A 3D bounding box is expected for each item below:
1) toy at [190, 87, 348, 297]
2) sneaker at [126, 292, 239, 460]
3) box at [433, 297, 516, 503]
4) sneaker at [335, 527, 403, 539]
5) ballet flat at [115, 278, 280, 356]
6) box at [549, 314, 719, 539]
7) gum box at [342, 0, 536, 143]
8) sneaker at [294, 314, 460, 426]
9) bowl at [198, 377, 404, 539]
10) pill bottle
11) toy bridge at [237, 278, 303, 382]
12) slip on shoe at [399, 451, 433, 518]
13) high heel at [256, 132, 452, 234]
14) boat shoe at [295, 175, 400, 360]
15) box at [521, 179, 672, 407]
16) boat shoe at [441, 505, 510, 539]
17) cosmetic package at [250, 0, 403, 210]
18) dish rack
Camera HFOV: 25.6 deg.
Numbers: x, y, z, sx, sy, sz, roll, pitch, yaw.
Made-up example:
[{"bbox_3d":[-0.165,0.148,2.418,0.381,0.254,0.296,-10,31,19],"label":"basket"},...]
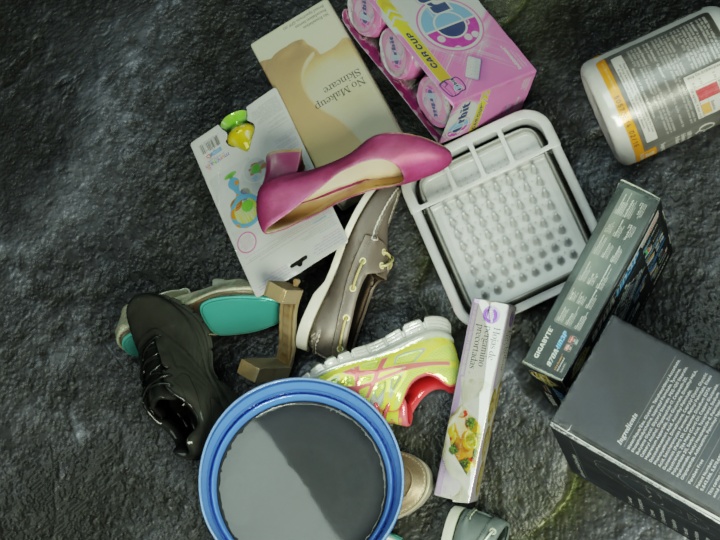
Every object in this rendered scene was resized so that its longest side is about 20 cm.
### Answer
[{"bbox_3d":[-0.093,-0.080,1.680,0.115,0.047,0.201,-31,69,13],"label":"toy"},{"bbox_3d":[-0.188,0.105,1.601,0.076,0.090,0.201,-48,64,30],"label":"sneaker"},{"bbox_3d":[0.114,0.129,1.572,0.038,0.041,0.202,11,89,16],"label":"box"},{"bbox_3d":[-0.056,0.298,1.571,0.198,0.078,0.092,0,77,16],"label":"sneaker"},{"bbox_3d":[-0.169,0.037,1.689,0.198,0.068,0.063,-13,45,9],"label":"ballet flat"},{"bbox_3d":[0.293,0.161,1.451,0.196,0.200,0.125,27,79,20],"label":"box"},{"bbox_3d":[0.079,-0.243,1.683,0.113,0.066,0.200,-24,64,-26],"label":"gum box"},{"bbox_3d":[0.013,0.124,1.603,0.199,0.078,0.091,-27,68,5],"label":"sneaker"},{"bbox_3d":[-0.057,0.205,1.534,0.199,0.039,0.202,0,71,0],"label":"bowl"},{"bbox_3d":[0.331,-0.196,1.599,0.199,0.116,0.117,-24,68,7],"label":"pill bottle"},{"bbox_3d":[-0.098,0.102,1.638,0.027,0.067,0.201,27,102,29],"label":"toy bridge"},{"bbox_3d":[-0.028,0.211,1.595,0.198,0.061,0.077,3,74,16],"label":"slip on shoe"},{"bbox_3d":[-0.007,-0.083,1.594,0.198,0.068,0.097,-1,55,5],"label":"high heel"},{"bbox_3d":[0.000,0.000,1.652,0.059,0.072,0.201,24,84,14],"label":"boat shoe"},{"bbox_3d":[0.233,0.032,1.530,0.046,0.159,0.201,26,82,22],"label":"box"},{"bbox_3d":[0.100,0.327,1.519,0.061,0.073,0.202,4,69,20],"label":"boat shoe"},{"bbox_3d":[-0.027,-0.179,1.713,0.105,0.071,0.201,-31,68,4],"label":"cosmetic package"},{"bbox_3d":[0.150,-0.049,1.641,0.171,0.044,0.201,-25,68,5],"label":"dish rack"}]
